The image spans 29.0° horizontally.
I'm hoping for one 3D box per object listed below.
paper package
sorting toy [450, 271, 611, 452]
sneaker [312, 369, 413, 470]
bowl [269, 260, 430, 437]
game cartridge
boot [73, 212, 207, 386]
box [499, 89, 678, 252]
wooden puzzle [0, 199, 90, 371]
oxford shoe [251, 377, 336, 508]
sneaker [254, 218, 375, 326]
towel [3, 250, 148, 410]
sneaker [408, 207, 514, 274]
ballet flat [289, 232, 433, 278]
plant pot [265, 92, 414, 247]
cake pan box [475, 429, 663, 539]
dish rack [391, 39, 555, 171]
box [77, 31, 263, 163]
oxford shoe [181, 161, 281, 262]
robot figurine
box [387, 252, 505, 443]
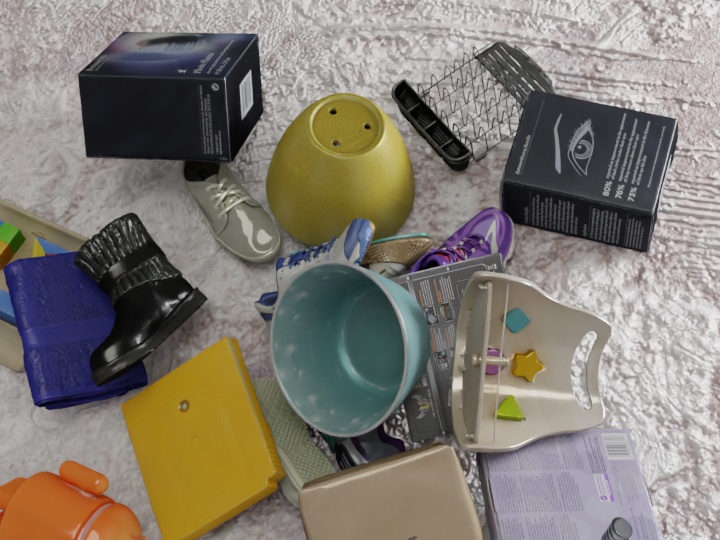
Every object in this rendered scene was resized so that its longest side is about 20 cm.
[{"bbox_3d":[0.043,0.310,1.548,0.189,0.103,0.201,-17,86,-2],"label":"paper package"},{"bbox_3d":[0.201,0.111,1.608,0.179,0.107,0.202,6,87,-7],"label":"sorting toy"},{"bbox_3d":[-0.017,0.164,1.697,0.087,0.075,0.201,-25,71,-21],"label":"sneaker"},{"bbox_3d":[0.002,0.085,1.615,0.200,0.105,0.202,4,97,36],"label":"bowl"},{"bbox_3d":[-0.190,0.207,1.673,0.176,0.032,0.201,-32,62,18],"label":"game cartridge"},{"bbox_3d":[-0.303,0.035,1.730,0.158,0.079,0.211,48,41,-4],"label":"boot"},{"bbox_3d":[0.291,-0.128,1.783,0.199,0.105,0.149,14,65,14],"label":"box"},{"bbox_3d":[-0.468,0.011,1.836,0.184,0.046,0.201,23,68,17],"label":"wooden puzzle"},{"bbox_3d":[-0.089,0.212,1.678,0.075,0.058,0.200,-11,50,-31],"label":"oxford shoe"},{"bbox_3d":[-0.060,0.004,1.710,0.088,0.200,0.075,37,26,-1],"label":"sneaker"},{"bbox_3d":[-0.364,0.074,1.765,0.147,0.050,0.201,-8,66,-26],"label":"towel"},{"bbox_3d":[0.121,-0.008,1.753,0.080,0.084,0.200,37,72,23],"label":"sneaker"},{"bbox_3d":[0.000,0.000,1.768,0.199,0.070,0.066,-10,71,21],"label":"ballet flat"},{"bbox_3d":[-0.022,-0.145,1.791,0.198,0.142,0.201,2,59,-4],"label":"plant pot"},{"bbox_3d":[0.231,0.261,1.568,0.183,0.053,0.201,0,42,-8],"label":"cake pan box"},{"bbox_3d":[0.160,-0.233,1.883,0.199,0.055,0.154,-34,65,-11],"label":"dish rack"},{"bbox_3d":[-0.247,-0.234,1.844,0.197,0.124,0.200,2,26,8],"label":"box"},{"bbox_3d":[-0.177,-0.089,1.839,0.075,0.058,0.200,-33,65,-13],"label":"oxford shoe"},{"bbox_3d":[-0.340,0.306,1.625,0.199,0.117,0.144,20,66,16],"label":"robot figurine"},{"bbox_3d":[0.115,0.093,1.678,0.157,0.048,0.202,-14,86,1],"label":"box"}]
